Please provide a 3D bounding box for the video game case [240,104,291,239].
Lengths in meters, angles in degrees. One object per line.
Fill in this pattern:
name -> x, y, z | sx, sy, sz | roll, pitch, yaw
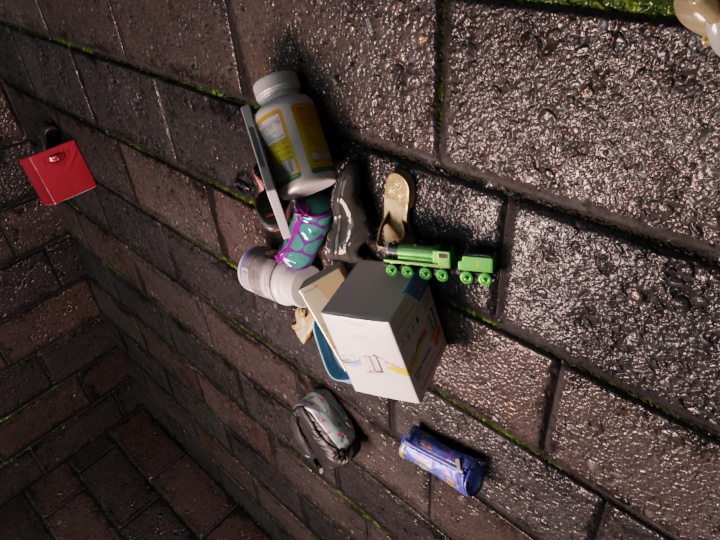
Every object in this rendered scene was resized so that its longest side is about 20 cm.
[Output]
video game case -> -0.170, -0.176, 1.002 | 0.144, 0.018, 0.203 | 82, 169, -61

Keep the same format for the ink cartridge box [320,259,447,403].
ink cartridge box -> 0.050, 0.109, 0.999 | 0.142, 0.148, 0.203 | 4, 132, 33

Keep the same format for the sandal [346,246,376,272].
sandal -> 0.000, 0.000, 1.093 | 0.201, 0.054, 0.081 | 50, 145, 8

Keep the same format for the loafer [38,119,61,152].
loafer -> -1.192, -0.496, 2.125 | 0.072, 0.072, 0.201 | 50, 136, 13

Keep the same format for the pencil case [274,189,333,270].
pencil case -> -0.112, -0.084, 1.124 | 0.086, 0.091, 0.201 | 57, 148, 19

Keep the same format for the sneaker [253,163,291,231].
sneaker -> -0.169, -0.140, 1.127 | 0.088, 0.072, 0.202 | 76, 180, -47

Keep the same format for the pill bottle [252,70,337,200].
pill bottle -> -0.121, -0.239, 0.981 | 0.112, 0.111, 0.204 | -18, 91, 54

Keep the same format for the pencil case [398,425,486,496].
pencil case -> 0.173, 0.406, 1.192 | 0.198, 0.079, 0.087 | 17, 160, 42

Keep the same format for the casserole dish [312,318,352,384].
casserole dish -> -0.033, 0.160, 1.238 | 0.119, 0.039, 0.204 | -11, 113, 13

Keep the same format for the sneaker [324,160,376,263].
sneaker -> -0.010, -0.103, 1.018 | 0.089, 0.076, 0.203 | 15, 125, 10

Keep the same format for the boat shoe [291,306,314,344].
boat shoe -> -0.124, 0.110, 1.317 | 0.069, 0.074, 0.201 | 43, 145, 6

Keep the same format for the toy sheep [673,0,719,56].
toy sheep -> 0.346, -0.223, 0.427 | 0.199, 0.136, 0.140 | 24, 136, 53

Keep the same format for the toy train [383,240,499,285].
toy train -> 0.126, -0.015, 0.896 | 0.196, 0.042, 0.058 | 6, 119, 24

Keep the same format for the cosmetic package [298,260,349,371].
cosmetic package -> -0.034, 0.093, 1.146 | 0.104, 0.071, 0.202 | -28, 101, 12

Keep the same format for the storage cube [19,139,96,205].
storage cube -> -1.116, -0.359, 2.047 | 0.198, 0.170, 0.183 | 7, 124, 46

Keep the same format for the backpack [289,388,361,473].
backpack -> -0.099, 0.428, 1.501 | 0.201, 0.126, 0.167 | 53, 134, 5

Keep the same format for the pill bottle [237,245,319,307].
pill bottle -> -0.185, 0.015, 1.278 | 0.198, 0.113, 0.116 | 16, 130, 42

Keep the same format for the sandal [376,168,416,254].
sandal -> 0.052, -0.067, 0.962 | 0.077, 0.069, 0.215 | 28, 137, 33

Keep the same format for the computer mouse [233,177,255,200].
computer mouse -> -0.226, -0.163, 1.262 | 0.199, 0.034, 0.059 | 41, 160, 29
